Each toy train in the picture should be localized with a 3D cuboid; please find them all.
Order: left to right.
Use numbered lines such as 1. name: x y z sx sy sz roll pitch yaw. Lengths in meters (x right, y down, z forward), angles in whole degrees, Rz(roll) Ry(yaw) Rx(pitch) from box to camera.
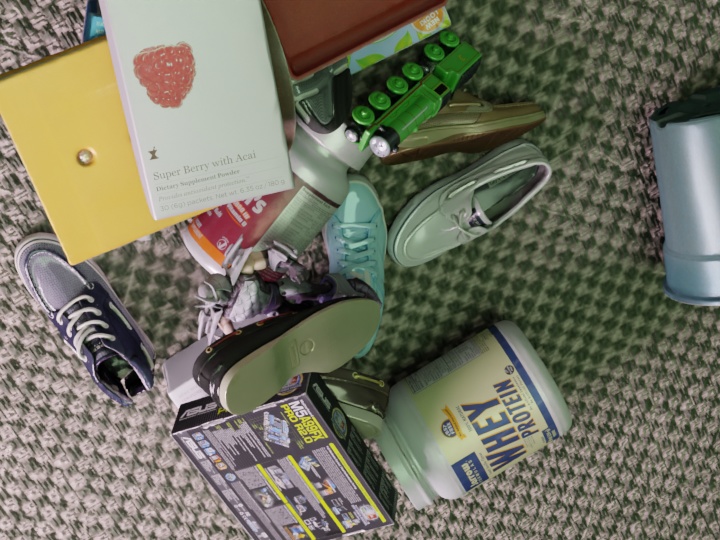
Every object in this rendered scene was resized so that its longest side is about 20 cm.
1. toy train: 0.055 -0.174 1.207 0.056 0.200 0.042 38 142 8

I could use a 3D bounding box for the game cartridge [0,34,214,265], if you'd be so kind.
1. game cartridge: -0.196 -0.120 1.062 0.199 0.032 0.177 -22 114 -7

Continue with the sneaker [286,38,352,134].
1. sneaker: -0.085 -0.221 1.179 0.075 0.115 0.201 -29 100 -33

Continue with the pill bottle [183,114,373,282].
1. pill bottle: -0.081 -0.077 1.235 0.109 0.110 0.200 36 99 -23

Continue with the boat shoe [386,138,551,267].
1. boat shoe: 0.116 -0.069 1.308 0.200 0.065 0.074 -40 118 3

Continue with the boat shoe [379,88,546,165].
1. boat shoe: 0.105 -0.160 1.267 0.199 0.071 0.065 -12 79 -27

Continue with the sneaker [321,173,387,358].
1. sneaker: 0.000 0.000 1.299 0.073 0.082 0.202 -7 112 -12

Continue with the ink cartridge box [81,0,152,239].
1. ink cartridge box: -0.228 -0.148 1.146 0.083 0.145 0.201 6 109 -16

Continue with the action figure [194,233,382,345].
1. action figure: -0.080 0.028 1.192 0.199 0.070 0.130 6 130 -43

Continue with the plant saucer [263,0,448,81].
1. plant saucer: -0.029 -0.303 1.111 0.199 0.037 0.201 -31 112 -26

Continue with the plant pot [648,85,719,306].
1. plant pot: 0.406 -0.091 1.311 0.199 0.200 0.197 -19 106 -6

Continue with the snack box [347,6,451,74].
1. snack box: -0.013 -0.306 1.195 0.141 0.053 0.201 -26 113 -2

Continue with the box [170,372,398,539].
1. box: -0.075 0.199 1.242 0.159 0.044 0.201 -19 123 21

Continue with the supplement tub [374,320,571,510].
1. supplement tub: 0.118 0.163 1.355 0.199 0.145 0.145 -31 114 0

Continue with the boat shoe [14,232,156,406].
1. boat shoe: -0.278 0.051 1.246 0.075 0.093 0.200 -39 114 3

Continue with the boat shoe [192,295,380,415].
1. boat shoe: -0.066 0.068 1.146 0.201 0.063 0.074 -25 128 -34

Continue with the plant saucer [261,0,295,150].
1. plant saucer: -0.120 -0.196 1.131 0.032 0.200 0.201 -24 115 -21

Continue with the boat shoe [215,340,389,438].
1. boat shoe: -0.065 0.111 1.247 0.199 0.072 0.060 21 62 -7

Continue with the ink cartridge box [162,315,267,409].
1. ink cartridge box: -0.102 0.155 1.332 0.145 0.084 0.201 -32 114 -1

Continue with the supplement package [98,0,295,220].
1. supplement package: -0.137 -0.162 0.980 0.120 0.120 0.201 -14 112 -9
